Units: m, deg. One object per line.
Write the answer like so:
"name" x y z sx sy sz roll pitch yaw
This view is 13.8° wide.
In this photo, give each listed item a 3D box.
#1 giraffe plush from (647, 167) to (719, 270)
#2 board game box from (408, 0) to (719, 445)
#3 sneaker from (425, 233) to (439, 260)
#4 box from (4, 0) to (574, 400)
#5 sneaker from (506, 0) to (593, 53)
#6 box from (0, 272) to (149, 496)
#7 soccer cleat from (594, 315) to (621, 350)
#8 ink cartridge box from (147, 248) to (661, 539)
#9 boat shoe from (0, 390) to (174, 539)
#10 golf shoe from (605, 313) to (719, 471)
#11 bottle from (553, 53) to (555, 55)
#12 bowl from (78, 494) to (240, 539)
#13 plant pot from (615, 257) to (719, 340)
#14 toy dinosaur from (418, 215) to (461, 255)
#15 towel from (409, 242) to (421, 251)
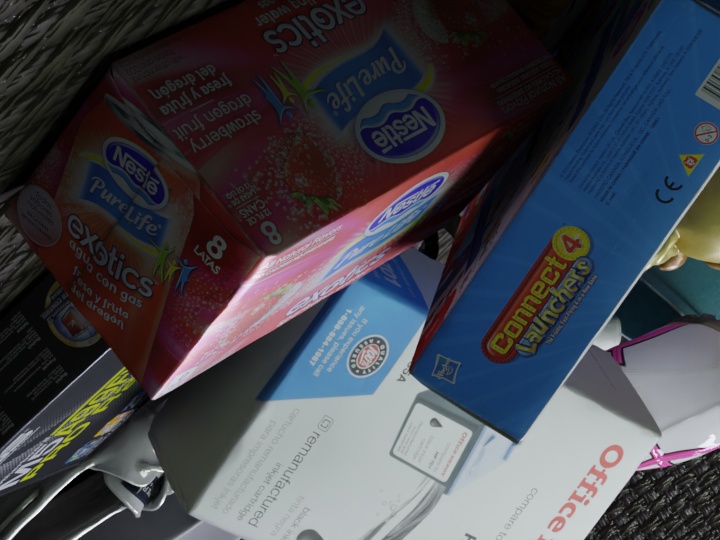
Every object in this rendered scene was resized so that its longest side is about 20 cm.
"giraffe plush" 0.194 -0.069 1.381 0.172 0.201 0.162 8 156 -28
"board game box" 0.105 -0.060 1.211 0.200 0.056 0.196 -57 -175 27
"sneaker" 0.018 0.070 1.735 0.201 0.106 0.075 -61 158 -5
"box" -0.025 -0.047 1.138 0.200 0.096 0.100 -30 166 -45
"sneaker" 0.048 -0.091 1.289 0.200 0.075 0.088 -43 171 32
"box" -0.113 0.028 1.337 0.200 0.044 0.160 -42 171 22
"soccer cleat" 0.085 0.040 1.754 0.077 0.070 0.200 6 177 -20
"ink cartridge box" 0.022 0.077 1.442 0.147 0.199 0.086 -55 -150 14
"boat shoe" -0.121 0.091 1.473 0.199 0.066 0.072 -30 148 -6
"golf shoe" 0.130 0.080 1.566 0.200 0.073 0.092 -19 -172 47
"bottle" 0.071 -0.076 1.437 0.066 0.083 0.200 -62 169 15
"bowl" -0.135 0.157 1.827 0.199 0.075 0.200 -30 168 -49
"plant pot" 0.183 -0.069 1.656 0.188 0.200 0.200 -53 173 -6
"toy dinosaur" 0.062 0.026 1.559 0.077 0.102 0.200 -54 -176 35
"towel" 0.000 0.000 1.541 0.200 0.034 0.133 -53 -175 41
